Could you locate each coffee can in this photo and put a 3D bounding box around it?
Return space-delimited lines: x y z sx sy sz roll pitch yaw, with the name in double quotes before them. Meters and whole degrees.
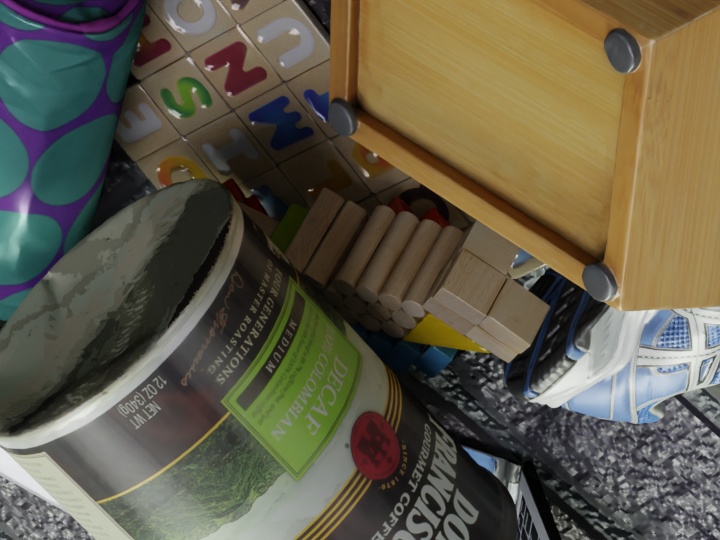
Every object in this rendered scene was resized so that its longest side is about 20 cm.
"coffee can" -0.049 0.081 1.197 0.146 0.147 0.200 -23 121 37

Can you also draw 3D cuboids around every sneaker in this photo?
"sneaker" 0.145 -0.002 1.181 0.077 0.076 0.200 23 137 -24

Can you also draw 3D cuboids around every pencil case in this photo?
"pencil case" -0.153 -0.068 1.243 0.093 0.085 0.200 56 144 30

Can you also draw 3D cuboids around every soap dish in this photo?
"soap dish" 0.070 -0.086 1.085 0.200 0.081 0.158 35 139 33

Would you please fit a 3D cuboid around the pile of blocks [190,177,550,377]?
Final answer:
"pile of blocks" 0.000 0.000 1.243 0.199 0.062 0.082 12 143 26

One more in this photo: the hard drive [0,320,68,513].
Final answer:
"hard drive" -0.166 0.051 1.306 0.200 0.132 0.026 31 113 -7

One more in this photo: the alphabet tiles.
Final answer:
"alphabet tiles" -0.025 -0.054 1.252 0.167 0.008 0.200 -24 113 38

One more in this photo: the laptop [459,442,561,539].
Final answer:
"laptop" 0.027 0.184 1.347 0.116 0.200 0.188 -6 132 -13
